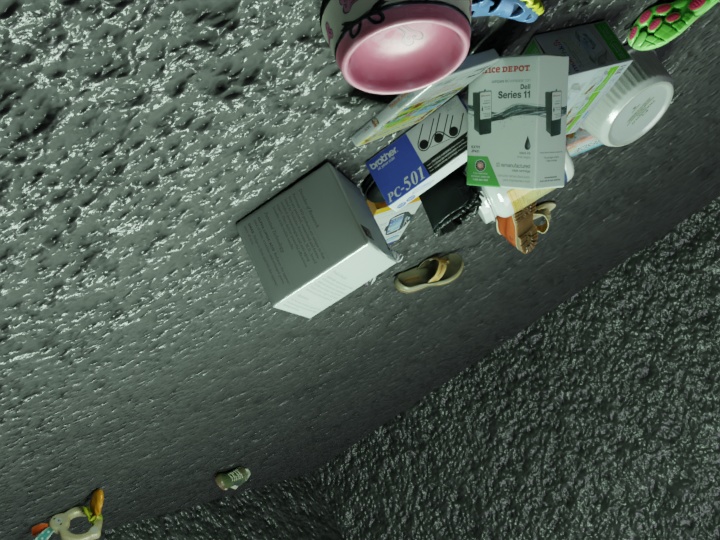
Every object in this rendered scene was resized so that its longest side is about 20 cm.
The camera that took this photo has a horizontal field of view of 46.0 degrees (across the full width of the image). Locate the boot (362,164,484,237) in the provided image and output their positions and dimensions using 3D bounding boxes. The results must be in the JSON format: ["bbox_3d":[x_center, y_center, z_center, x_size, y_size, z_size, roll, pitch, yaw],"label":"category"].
[{"bbox_3d":[0.113,-0.134,1.510,0.197,0.164,0.073,-34,159,15],"label":"boot"}]

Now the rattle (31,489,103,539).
[{"bbox_3d":[-0.841,0.707,2.424,0.195,0.132,0.144,5,140,-13],"label":"rattle"}]

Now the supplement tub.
[{"bbox_3d":[0.301,-0.195,1.657,0.198,0.146,0.144,-30,161,5],"label":"supplement tub"}]

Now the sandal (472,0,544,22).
[{"bbox_3d":[0.174,-0.375,1.137,0.087,0.081,0.198,-37,152,33],"label":"sandal"}]

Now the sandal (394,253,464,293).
[{"bbox_3d":[0.174,-0.001,2.102,0.196,0.081,0.055,-17,137,-21],"label":"sandal"}]

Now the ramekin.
[{"bbox_3d":[0.515,-0.332,1.647,0.199,0.095,0.204,-24,149,-16],"label":"ramekin"}]

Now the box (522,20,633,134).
[{"bbox_3d":[0.342,-0.318,1.479,0.174,0.098,0.201,-18,159,-27],"label":"box"}]

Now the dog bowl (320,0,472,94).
[{"bbox_3d":[0.051,-0.295,1.063,0.196,0.075,0.201,-10,162,-3],"label":"dog bowl"}]

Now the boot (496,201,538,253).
[{"bbox_3d":[0.356,-0.141,1.989,0.074,0.107,0.203,-31,135,-21],"label":"boot"}]

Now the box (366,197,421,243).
[{"bbox_3d":[0.046,-0.099,1.699,0.117,0.042,0.201,-20,161,-26],"label":"box"}]

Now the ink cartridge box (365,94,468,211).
[{"bbox_3d":[0.113,-0.199,1.452,0.198,0.095,0.044,-34,161,16],"label":"ink cartridge box"}]

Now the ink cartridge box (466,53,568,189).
[{"bbox_3d":[0.244,-0.234,1.331,0.082,0.205,0.145,-9,-168,-40],"label":"ink cartridge box"}]

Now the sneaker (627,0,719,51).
[{"bbox_3d":[0.572,-0.449,1.511,0.198,0.078,0.084,-31,157,9],"label":"sneaker"}]

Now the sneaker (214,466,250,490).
[{"bbox_3d":[-0.462,0.750,3.098,0.089,0.068,0.200,-37,161,-1],"label":"sneaker"}]

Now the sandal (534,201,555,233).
[{"bbox_3d":[0.448,-0.124,2.169,0.209,0.070,0.078,-8,153,-47],"label":"sandal"}]

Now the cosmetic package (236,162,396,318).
[{"bbox_3d":[-0.073,-0.046,1.462,0.198,0.167,0.165,-32,162,11],"label":"cosmetic package"}]

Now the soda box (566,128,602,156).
[{"bbox_3d":[0.475,-0.295,1.783,0.197,0.064,0.069,-21,160,-20],"label":"soda box"}]

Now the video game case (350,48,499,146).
[{"bbox_3d":[0.098,-0.261,1.271,0.181,0.023,0.199,-34,179,39],"label":"video game case"}]

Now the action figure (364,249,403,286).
[{"bbox_3d":[0.000,0.000,1.799,0.196,0.071,0.130,-19,-179,12],"label":"action figure"}]
